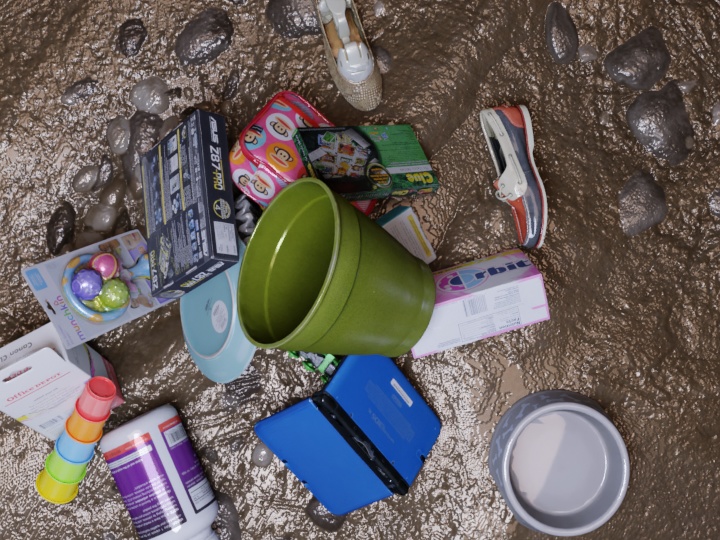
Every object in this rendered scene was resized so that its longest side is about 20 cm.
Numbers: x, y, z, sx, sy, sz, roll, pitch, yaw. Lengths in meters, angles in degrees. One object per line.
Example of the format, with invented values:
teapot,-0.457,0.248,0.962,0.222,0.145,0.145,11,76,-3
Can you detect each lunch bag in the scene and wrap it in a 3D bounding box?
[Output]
lunch bag,-0.064,-0.138,1.206,0.199,0.082,0.177,38,46,-6

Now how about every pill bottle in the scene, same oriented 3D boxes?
pill bottle,-0.262,0.291,1.208,0.111,0.112,0.203,-24,89,0

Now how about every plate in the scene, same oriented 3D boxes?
plate,-0.194,0.046,1.188,0.025,0.198,0.205,1,88,-41

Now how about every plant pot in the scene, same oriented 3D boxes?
plant pot,-0.016,0.018,1.088,0.191,0.199,0.204,20,89,-35

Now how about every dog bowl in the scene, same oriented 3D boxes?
dog bowl,0.275,0.267,1.234,0.196,0.059,0.205,0,88,0

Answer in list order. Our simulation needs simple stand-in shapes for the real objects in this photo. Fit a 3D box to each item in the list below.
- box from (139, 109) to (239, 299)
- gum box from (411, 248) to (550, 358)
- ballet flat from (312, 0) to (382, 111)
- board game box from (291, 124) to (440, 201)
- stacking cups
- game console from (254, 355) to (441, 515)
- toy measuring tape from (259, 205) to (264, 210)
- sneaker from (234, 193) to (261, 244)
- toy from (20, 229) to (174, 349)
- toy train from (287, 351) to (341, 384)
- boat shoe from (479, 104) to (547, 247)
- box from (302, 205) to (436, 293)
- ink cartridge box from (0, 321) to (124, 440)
box,-0.227,-0.083,1.179,0.160,0.049,0.204,-26,67,42
gum box,0.149,0.038,1.204,0.196,0.114,0.067,-16,110,0
ballet flat,-0.022,-0.319,1.245,0.069,0.065,0.203,-22,89,-1
board game box,0.010,-0.143,1.189,0.197,0.023,0.106,-8,64,-39
stacking cups,-0.373,0.219,1.194,0.060,0.061,0.202,30,117,1
game console,-0.013,0.211,1.218,0.201,0.117,0.172,52,58,-26
toy measuring tape,-0.064,-0.033,1.234,0.200,0.074,0.074,45,89,1
sneaker,-0.158,-0.005,1.214,0.080,0.075,0.203,-21,57,9
toy,-0.326,0.011,1.179,0.047,0.199,0.116,-36,85,35
toy train,-0.074,0.105,1.240,0.199,0.056,0.042,39,98,1
boat shoe,0.209,-0.128,1.234,0.061,0.071,0.204,-7,82,-15
box,0.000,0.000,1.215,0.198,0.049,0.083,-34,106,-14
ink cartridge box,-0.406,0.138,1.166,0.115,0.201,0.068,-27,60,-1
